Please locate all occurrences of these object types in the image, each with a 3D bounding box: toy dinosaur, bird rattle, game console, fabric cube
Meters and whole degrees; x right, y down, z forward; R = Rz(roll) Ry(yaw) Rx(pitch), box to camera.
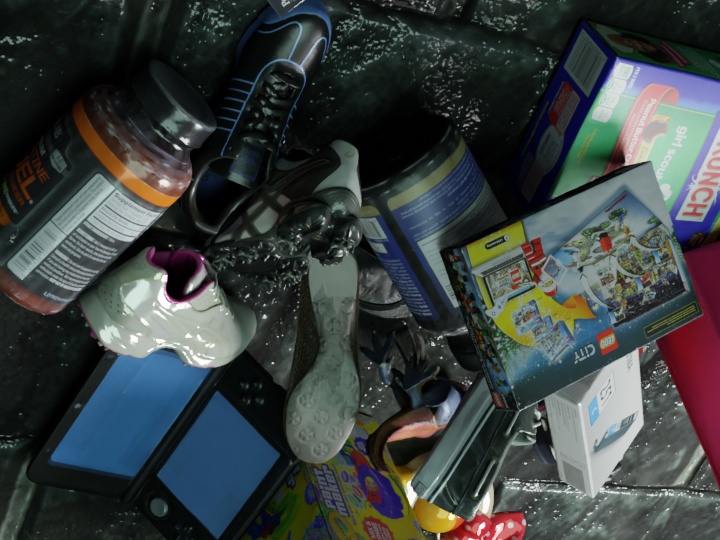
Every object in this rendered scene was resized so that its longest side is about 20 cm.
[{"bbox_3d":[0.059,0.121,1.326,0.201,0.104,0.182,-61,144,-19],"label":"toy dinosaur"},{"bbox_3d":[0.088,0.262,1.482,0.198,0.113,0.165,-6,113,-21],"label":"bird rattle"},{"bbox_3d":[-0.168,0.164,1.286,0.201,0.176,0.116,-53,164,23],"label":"game console"},{"bbox_3d":[0.407,0.071,1.341,0.197,0.198,0.200,-20,161,-5],"label":"fabric cube"}]

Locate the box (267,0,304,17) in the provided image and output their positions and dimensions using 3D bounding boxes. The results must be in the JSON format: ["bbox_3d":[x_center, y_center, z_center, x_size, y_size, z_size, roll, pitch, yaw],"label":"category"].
[{"bbox_3d":[-0.059,-0.298,0.987,0.140,0.079,0.200,-32,132,9],"label":"box"}]

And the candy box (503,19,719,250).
[{"bbox_3d":[0.252,-0.112,1.255,0.198,0.077,0.170,7,124,-27],"label":"candy box"}]

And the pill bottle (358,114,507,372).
[{"bbox_3d":[0.073,-0.019,1.200,0.111,0.112,0.201,-30,113,4],"label":"pill bottle"}]

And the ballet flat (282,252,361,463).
[{"bbox_3d":[-0.033,0.067,1.234,0.067,0.046,0.202,0,108,-11],"label":"ballet flat"}]

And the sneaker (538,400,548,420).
[{"bbox_3d":[0.191,0.039,1.326,0.075,0.080,0.202,31,81,-54],"label":"sneaker"}]

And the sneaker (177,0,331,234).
[{"bbox_3d":[-0.079,-0.117,1.121,0.070,0.078,0.201,19,119,-32],"label":"sneaker"}]

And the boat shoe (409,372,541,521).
[{"bbox_3d":[0.121,0.128,1.243,0.201,0.071,0.072,-53,178,-19],"label":"boat shoe"}]

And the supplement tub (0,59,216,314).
[{"bbox_3d":[-0.202,-0.067,1.096,0.200,0.107,0.107,-42,130,14],"label":"supplement tub"}]

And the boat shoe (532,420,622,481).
[{"bbox_3d":[0.188,0.112,1.416,0.074,0.092,0.202,-22,103,-27],"label":"boat shoe"}]

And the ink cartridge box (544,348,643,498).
[{"bbox_3d":[0.232,0.088,1.300,0.177,0.044,0.201,-53,152,-19],"label":"ink cartridge box"}]

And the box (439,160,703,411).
[{"bbox_3d":[0.173,0.010,1.162,0.199,0.038,0.138,-23,98,-25],"label":"box"}]

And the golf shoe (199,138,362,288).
[{"bbox_3d":[-0.058,-0.046,1.168,0.077,0.096,0.199,25,155,-32],"label":"golf shoe"}]

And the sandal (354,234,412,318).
[{"bbox_3d":[-0.001,0.001,1.266,0.199,0.048,0.075,26,114,-34],"label":"sandal"}]

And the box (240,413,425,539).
[{"bbox_3d":[-0.054,0.260,1.352,0.121,0.201,0.193,19,119,-32],"label":"box"}]

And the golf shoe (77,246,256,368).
[{"bbox_3d":[-0.138,0.028,1.187,0.092,0.076,0.199,-45,155,21],"label":"golf shoe"}]
